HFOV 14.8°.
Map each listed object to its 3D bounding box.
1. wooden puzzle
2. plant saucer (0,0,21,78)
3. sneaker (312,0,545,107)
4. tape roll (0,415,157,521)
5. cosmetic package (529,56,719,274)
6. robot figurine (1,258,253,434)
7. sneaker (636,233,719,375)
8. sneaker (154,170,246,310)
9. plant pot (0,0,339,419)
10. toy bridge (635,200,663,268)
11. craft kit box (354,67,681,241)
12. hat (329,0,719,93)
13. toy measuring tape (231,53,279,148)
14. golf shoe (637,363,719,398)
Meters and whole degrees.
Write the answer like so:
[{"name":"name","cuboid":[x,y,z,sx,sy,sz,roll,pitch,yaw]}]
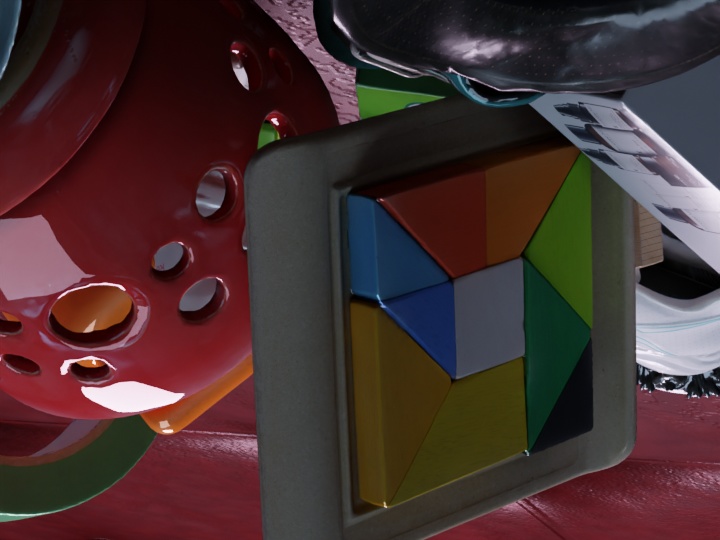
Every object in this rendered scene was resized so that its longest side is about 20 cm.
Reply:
[{"name":"wooden puzzle","cuboid":[0.043,0.020,1.156,0.199,0.186,0.037,-15,-159,-38]},{"name":"plant saucer","cuboid":[-0.200,-0.134,1.041,0.200,0.202,0.039,0,-163,29]},{"name":"sneaker","cuboid":[0.036,-0.102,1.119,0.071,0.080,0.200,17,162,-26]},{"name":"tape roll","cuboid":[-0.193,0.033,1.484,0.200,0.201,0.048,19,161,-29]},{"name":"cosmetic package","cuboid":[0.156,-0.036,1.159,0.200,0.051,0.082,38,170,-31]},{"name":"robot figurine","cuboid":[-0.130,-0.016,1.351,0.144,0.200,0.117,-7,140,-47]},{"name":"sneaker","cuboid":[0.094,-0.001,1.323,0.199,0.071,0.080,4,156,-6]},{"name":"sneaker","cuboid":[0.000,0.000,1.265,0.199,0.100,0.078,-5,170,-5]},{"name":"plant pot","cuboid":[-0.132,-0.064,1.158,0.200,0.201,0.183,-1,152,30]},{"name":"toy bridge","cuboid":[0.054,-0.019,1.206,0.199,0.068,0.027,-13,-168,-40]},{"name":"craft kit box","cuboid":[0.101,-0.058,1.303,0.199,0.049,0.198,8,161,6]},{"name":"hat","cuboid":[0.077,-0.143,0.961,0.200,0.081,0.201,-8,154,-4]},{"name":"toy measuring tape","cuboid":[-0.056,-0.048,1.369,0.073,0.074,0.200,7,163,9]},{"name":"golf shoe","cuboid":[0.139,0.011,1.455,0.199,0.078,0.094,12,-158,30]}]
